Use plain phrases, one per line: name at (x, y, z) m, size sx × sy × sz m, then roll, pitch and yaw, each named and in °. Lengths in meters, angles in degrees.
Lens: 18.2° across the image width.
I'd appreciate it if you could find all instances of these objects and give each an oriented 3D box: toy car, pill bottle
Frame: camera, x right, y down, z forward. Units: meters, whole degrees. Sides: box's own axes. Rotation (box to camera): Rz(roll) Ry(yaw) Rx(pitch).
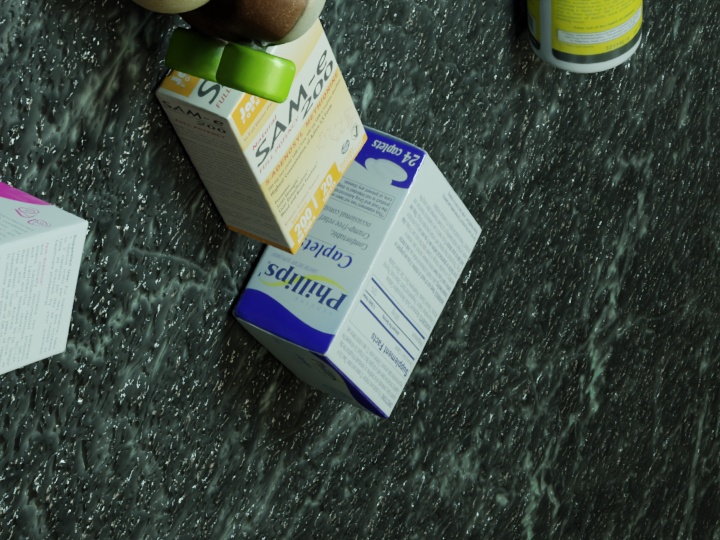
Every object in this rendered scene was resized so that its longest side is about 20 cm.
toy car at (-0.133, -0.226, 1.568) m, size 0.199 × 0.157 × 0.166 m, roll 14°, pitch 95°, yaw -35°
pill bottle at (0.213, -0.299, 2.142) m, size 0.114 × 0.114 × 0.201 m, roll -49°, pitch 149°, yaw -33°

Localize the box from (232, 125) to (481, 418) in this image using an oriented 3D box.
box at (0.000, 0.000, 1.978) m, size 0.201 × 0.104 × 0.184 m, roll -63°, pitch 154°, yaw -11°

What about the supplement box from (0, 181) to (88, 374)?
supplement box at (-0.281, 0.012, 1.456) m, size 0.199 × 0.101 × 0.104 m, roll -22°, pitch 129°, yaw -56°

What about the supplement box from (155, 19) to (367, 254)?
supplement box at (-0.074, -0.122, 1.778) m, size 0.127 × 0.073 × 0.200 m, roll -58°, pitch 152°, yaw -20°
